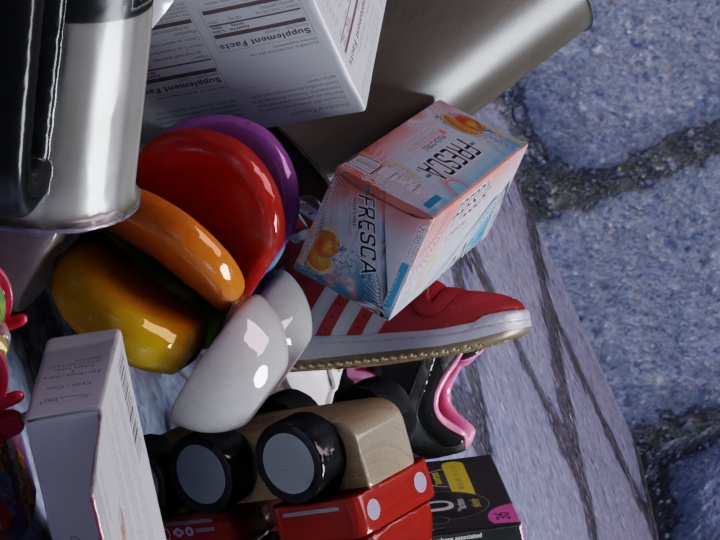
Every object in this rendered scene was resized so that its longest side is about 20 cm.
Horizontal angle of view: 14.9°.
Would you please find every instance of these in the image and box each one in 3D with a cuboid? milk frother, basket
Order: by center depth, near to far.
[{"bbox_3d":[-0.207,-0.128,1.357,0.180,0.199,0.189,-36,138,-60],"label":"milk frother"},{"bbox_3d":[0.014,-0.140,1.704,0.180,0.200,0.136,40,-13,7],"label":"basket"}]

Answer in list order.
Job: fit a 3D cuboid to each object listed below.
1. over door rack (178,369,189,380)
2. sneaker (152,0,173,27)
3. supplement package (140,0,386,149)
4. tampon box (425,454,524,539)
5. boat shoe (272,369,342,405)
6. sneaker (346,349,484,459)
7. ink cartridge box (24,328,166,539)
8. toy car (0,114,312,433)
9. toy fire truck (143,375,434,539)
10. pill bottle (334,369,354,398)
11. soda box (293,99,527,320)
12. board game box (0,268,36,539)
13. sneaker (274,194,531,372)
[{"bbox_3d":[-0.105,0.068,1.738,0.200,0.066,0.148,56,10,0],"label":"over door rack"},{"bbox_3d":[-0.168,-0.157,1.461,0.114,0.201,0.073,42,-9,-28],"label":"sneaker"},{"bbox_3d":[-0.095,-0.166,1.599,0.156,0.199,0.111,-79,153,-43],"label":"supplement package"},{"bbox_3d":[0.043,0.239,1.781,0.150,0.126,0.201,-113,-163,-75],"label":"tampon box"},{"bbox_3d":[-0.038,0.042,1.744,0.071,0.069,0.200,50,12,-25],"label":"boat shoe"},{"bbox_3d":[0.037,0.034,1.836,0.079,0.095,0.201,-18,104,-70],"label":"sneaker"},{"bbox_3d":[-0.125,0.156,1.368,0.176,0.044,0.201,-90,170,-66],"label":"ink cartridge box"},{"bbox_3d":[-0.098,-0.016,1.527,0.175,0.150,0.200,34,11,2],"label":"toy car"},{"bbox_3d":[-0.046,0.179,1.551,0.128,0.175,0.201,-24,101,-52],"label":"toy fire truck"},{"bbox_3d":[-0.034,0.053,1.973,0.200,0.111,0.112,-91,159,-62],"label":"pill bottle"},{"bbox_3d":[0.032,-0.038,1.573,0.063,0.069,0.200,28,22,11],"label":"soda box"},{"bbox_3d":[-0.189,0.036,1.383,0.158,0.039,0.201,43,29,-68],"label":"board game box"},{"bbox_3d":[0.000,0.000,1.629,0.071,0.199,0.113,13,72,-73],"label":"sneaker"}]
